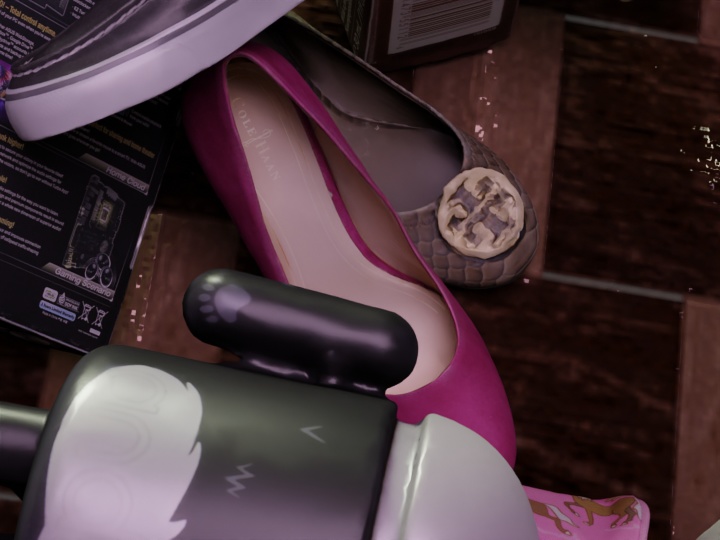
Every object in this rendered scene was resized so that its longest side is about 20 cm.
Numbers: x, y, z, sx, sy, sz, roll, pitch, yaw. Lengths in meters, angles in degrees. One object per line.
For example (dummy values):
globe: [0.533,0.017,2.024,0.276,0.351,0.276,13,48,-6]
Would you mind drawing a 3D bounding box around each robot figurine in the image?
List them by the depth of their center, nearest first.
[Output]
robot figurine: [-0.041,0.094,0.696,0.200,0.150,0.125,11,31,2]

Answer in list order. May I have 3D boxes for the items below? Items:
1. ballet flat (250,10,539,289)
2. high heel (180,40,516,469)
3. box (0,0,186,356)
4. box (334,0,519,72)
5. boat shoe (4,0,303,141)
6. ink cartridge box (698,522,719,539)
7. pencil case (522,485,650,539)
ballet flat: [-0.010,-0.065,0.882,0.200,0.046,0.067,40,69,8]
high heel: [0.000,0.000,0.819,0.067,0.096,0.200,-30,88,-8]
box: [-0.148,-0.072,0.778,0.044,0.200,0.160,9,79,40]
box: [0.004,-0.196,0.904,0.075,0.100,0.200,-15,71,-8]
boat shoe: [-0.051,-0.120,0.776,0.200,0.070,0.066,-33,107,-14]
ink cartridge box: [0.134,0.198,0.755,0.067,0.116,0.200,14,68,-4]
pencil case: [0.008,0.100,0.801,0.200,0.083,0.087,17,68,-1]
